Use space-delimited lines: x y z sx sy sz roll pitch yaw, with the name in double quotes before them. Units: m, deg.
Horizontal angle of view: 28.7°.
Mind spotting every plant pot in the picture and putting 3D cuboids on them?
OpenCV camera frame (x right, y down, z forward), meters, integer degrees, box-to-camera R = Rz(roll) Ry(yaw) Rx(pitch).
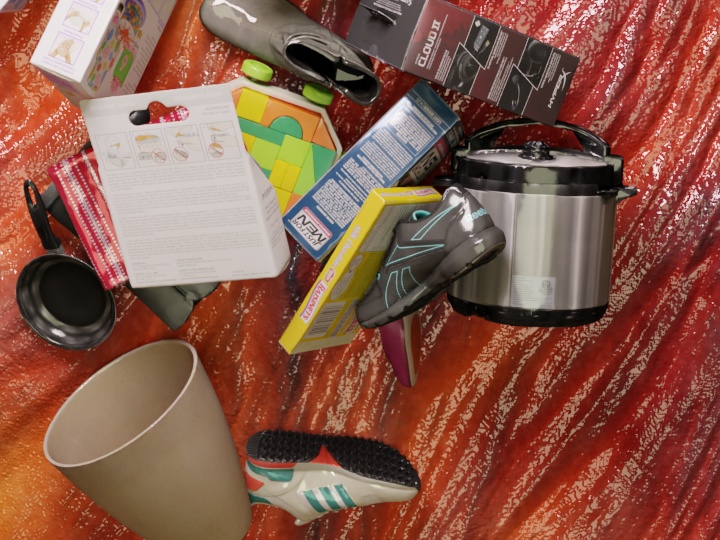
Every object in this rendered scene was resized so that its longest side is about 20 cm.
"plant pot" -0.204 0.211 1.494 0.186 0.188 0.201 -28 116 4

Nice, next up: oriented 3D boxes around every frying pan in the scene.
"frying pan" -0.330 0.001 1.486 0.114 0.031 0.191 -25 107 24

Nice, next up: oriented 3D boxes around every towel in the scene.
"towel" -0.199 -0.078 1.431 0.198 0.023 0.146 -23 106 1

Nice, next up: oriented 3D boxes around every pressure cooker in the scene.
"pressure cooker" 0.177 -0.053 1.431 0.174 0.178 0.203 -6 102 -35

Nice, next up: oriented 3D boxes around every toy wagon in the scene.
"toy wagon" -0.079 -0.122 1.469 0.198 0.040 0.156 19 110 -12

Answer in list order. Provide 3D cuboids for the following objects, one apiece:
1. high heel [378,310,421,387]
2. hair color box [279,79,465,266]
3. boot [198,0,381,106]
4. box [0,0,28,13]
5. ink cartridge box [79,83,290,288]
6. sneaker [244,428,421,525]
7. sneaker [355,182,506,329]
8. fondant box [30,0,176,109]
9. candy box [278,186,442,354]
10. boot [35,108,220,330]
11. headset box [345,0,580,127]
"high heel" 0.009 0.032 1.517 0.095 0.067 0.202 -6 102 18
"hair color box" 0.015 -0.094 1.421 0.200 0.100 0.061 -44 81 2
"boot" -0.069 -0.230 1.409 0.198 0.131 0.068 24 101 -7
"box" -0.323 -0.362 1.379 0.101 0.113 0.200 40 98 -9
"ink cartridge box" -0.167 -0.083 1.359 0.161 0.057 0.202 -4 112 18
"sneaker" -0.035 0.238 1.558 0.197 0.071 0.094 9 120 -6
"sneaker" 0.059 -0.010 1.383 0.200 0.075 0.080 -38 80 38
"fondant box" -0.232 -0.258 1.360 0.058 0.144 0.202 22 83 8
"candy box" 0.000 0.000 1.417 0.026 0.102 0.201 45 119 23
"boot" -0.215 -0.058 1.473 0.200 0.066 0.165 44 109 -6
"headset box" 0.089 -0.219 1.379 0.198 0.149 0.078 18 100 -26
